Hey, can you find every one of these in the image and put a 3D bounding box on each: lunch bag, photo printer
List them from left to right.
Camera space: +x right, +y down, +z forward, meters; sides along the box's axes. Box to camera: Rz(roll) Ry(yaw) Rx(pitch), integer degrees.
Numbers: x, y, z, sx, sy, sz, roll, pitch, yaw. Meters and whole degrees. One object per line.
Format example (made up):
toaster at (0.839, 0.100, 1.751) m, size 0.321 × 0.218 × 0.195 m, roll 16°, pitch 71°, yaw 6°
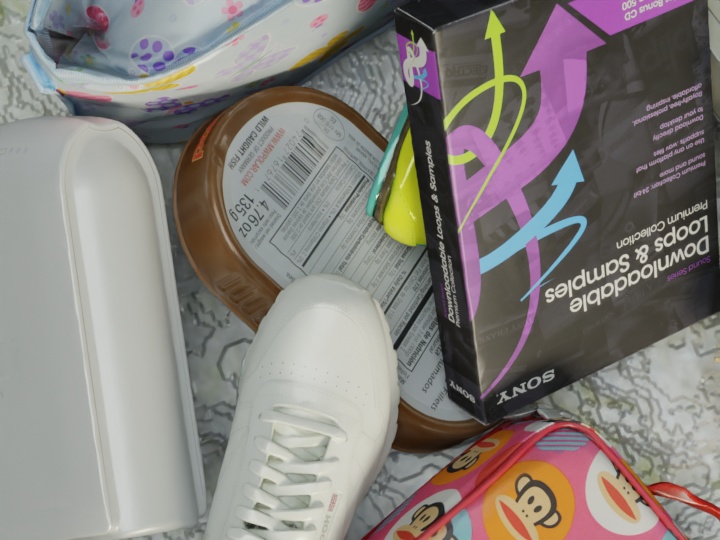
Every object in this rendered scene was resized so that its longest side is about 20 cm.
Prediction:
photo printer at (-0.151, 0.031, 0.939) m, size 0.166 × 0.069 × 0.202 m, roll -15°, pitch 81°, yaw 46°
lunch bag at (-0.066, -0.144, 0.937) m, size 0.200 × 0.170 × 0.127 m, roll -37°, pitch 82°, yaw -1°
lunch bag at (0.103, 0.167, 0.915) m, size 0.176 × 0.082 × 0.200 m, roll -39°, pitch 98°, yaw -12°

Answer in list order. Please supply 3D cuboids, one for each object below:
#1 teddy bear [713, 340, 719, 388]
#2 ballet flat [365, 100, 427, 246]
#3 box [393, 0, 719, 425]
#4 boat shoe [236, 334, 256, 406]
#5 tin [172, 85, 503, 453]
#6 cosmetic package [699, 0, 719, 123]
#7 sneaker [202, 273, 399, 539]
teddy bear at (0.249, 0.088, 0.929) m, size 0.144 × 0.067 × 0.201 m, roll -12°, pitch 74°, yaw -34°
ballet flat at (0.060, -0.105, 0.914) m, size 0.067 × 0.067 × 0.201 m, roll 16°, pitch 90°, yaw 9°
box at (0.094, -0.044, 0.890) m, size 0.142 × 0.036 × 0.201 m, roll -24°, pitch 125°, yaw -22°
boat shoe at (-0.021, 0.053, 0.969) m, size 0.075 × 0.060 × 0.202 m, roll 3°, pitch 85°, yaw 4°
tin at (0.000, 0.000, 0.940) m, size 0.200 × 0.042 × 0.112 m, roll 43°, pitch 62°, yaw -14°
cosmetic package at (0.245, -0.137, 0.922) m, size 0.199 × 0.073 × 0.104 m, roll -31°, pitch 66°, yaw 0°
sneaker at (-0.032, 0.101, 0.882) m, size 0.076 × 0.081 × 0.201 m, roll 14°, pitch 103°, yaw 3°
